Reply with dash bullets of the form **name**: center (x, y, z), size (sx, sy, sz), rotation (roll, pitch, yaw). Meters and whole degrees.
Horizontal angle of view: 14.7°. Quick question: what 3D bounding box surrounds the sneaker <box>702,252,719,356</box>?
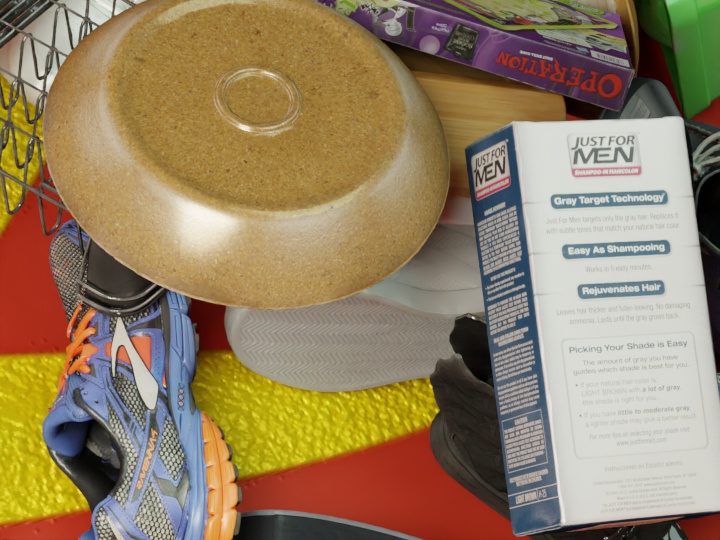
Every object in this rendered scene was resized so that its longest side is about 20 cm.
- **sneaker**: center (0.254, -0.022, 1.699), size (0.074, 0.082, 0.201), rotation (31, 47, -16)

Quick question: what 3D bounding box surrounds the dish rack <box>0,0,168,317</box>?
- **dish rack**: center (-0.145, -0.080, 1.386), size (0.199, 0.055, 0.153), rotation (30, 51, 20)

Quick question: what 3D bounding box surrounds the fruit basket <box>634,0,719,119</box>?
- **fruit basket**: center (0.163, -0.207, 1.758), size (0.214, 0.156, 0.217), rotation (-5, 61, 9)

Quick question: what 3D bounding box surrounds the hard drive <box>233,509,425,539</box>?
- **hard drive**: center (0.026, 0.193, 1.379), size (0.199, 0.042, 0.136), rotation (21, 47, -25)

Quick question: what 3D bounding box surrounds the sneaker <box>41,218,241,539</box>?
- **sneaker**: center (-0.119, 0.057, 1.350), size (0.078, 0.075, 0.201), rotation (-3, 54, -28)

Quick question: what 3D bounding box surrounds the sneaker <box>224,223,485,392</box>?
- **sneaker**: center (0.000, 0.000, 1.501), size (0.199, 0.074, 0.116), rotation (2, 43, -33)

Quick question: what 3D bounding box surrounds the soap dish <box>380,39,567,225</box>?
- **soap dish**: center (0.007, -0.099, 1.503), size (0.157, 0.082, 0.200), rotation (4, 25, -34)

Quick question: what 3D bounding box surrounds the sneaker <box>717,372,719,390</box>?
- **sneaker**: center (0.215, 0.082, 1.555), size (0.200, 0.077, 0.076), rotation (-6, 68, -59)

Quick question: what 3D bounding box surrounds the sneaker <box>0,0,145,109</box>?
- **sneaker**: center (-0.128, -0.159, 1.505), size (0.076, 0.080, 0.200), rotation (39, 45, -10)

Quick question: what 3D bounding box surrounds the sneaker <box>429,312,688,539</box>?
- **sneaker**: center (0.111, 0.101, 1.467), size (0.199, 0.104, 0.060), rotation (34, 57, -10)

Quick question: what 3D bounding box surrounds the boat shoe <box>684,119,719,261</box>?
- **boat shoe**: center (0.215, -0.039, 1.642), size (0.062, 0.075, 0.200), rotation (32, 14, -43)

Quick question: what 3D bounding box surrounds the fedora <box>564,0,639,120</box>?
- **fedora**: center (0.076, -0.158, 1.608), size (0.082, 0.201, 0.201), rotation (-29, 77, -23)

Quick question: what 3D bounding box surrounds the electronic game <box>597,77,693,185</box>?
- **electronic game**: center (0.142, -0.006, 1.537), size (0.041, 0.201, 0.200), rotation (11, 39, 19)

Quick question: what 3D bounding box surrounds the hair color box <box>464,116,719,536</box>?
- **hair color box**: center (0.119, 0.027, 1.399), size (0.099, 0.060, 0.201), rotation (-3, 81, -24)

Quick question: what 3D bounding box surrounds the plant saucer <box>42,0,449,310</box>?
- **plant saucer**: center (-0.051, -0.072, 1.335), size (0.199, 0.036, 0.201), rotation (7, 51, -8)

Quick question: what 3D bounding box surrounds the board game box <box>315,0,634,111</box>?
- **board game box**: center (0.044, -0.139, 1.478), size (0.199, 0.032, 0.120), rotation (17, 23, -4)
